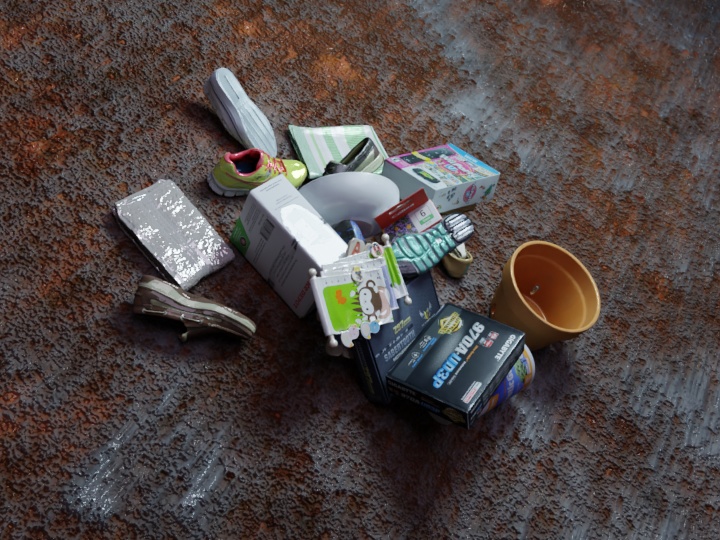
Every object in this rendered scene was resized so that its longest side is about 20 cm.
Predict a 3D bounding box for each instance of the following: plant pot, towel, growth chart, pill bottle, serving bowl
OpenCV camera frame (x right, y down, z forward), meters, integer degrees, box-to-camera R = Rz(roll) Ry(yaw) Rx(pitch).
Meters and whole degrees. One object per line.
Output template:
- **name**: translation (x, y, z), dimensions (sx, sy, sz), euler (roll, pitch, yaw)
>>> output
- **plant pot**: translation (0.343, 0.065, 1.550), dimensions (0.198, 0.140, 0.202), euler (14, 52, -18)
- **towel**: translation (-0.039, -0.246, 1.637), dimensions (0.198, 0.024, 0.153), euler (-5, 51, -29)
- **growth chart**: translation (0.001, 0.035, 1.285), dimensions (0.199, 0.018, 0.146), euler (-23, 89, -40)
- **pill bottle**: translation (0.206, 0.194, 1.407), dimensions (0.199, 0.112, 0.113), euler (-22, 69, -36)
- **serving bowl**: translation (-0.023, -0.101, 1.447), dimensions (0.198, 0.200, 0.067), euler (4, 64, -24)
- **towel**: translation (-0.321, -0.064, 1.372), dimensions (0.200, 0.035, 0.132), euler (46, 50, 9)

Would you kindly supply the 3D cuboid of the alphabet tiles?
- **alphabet tiles**: translation (0.002, 0.052, 1.352), dimensions (0.199, 0.014, 0.198), euler (18, 82, -50)

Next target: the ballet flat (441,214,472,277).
- **ballet flat**: translation (0.165, -0.080, 1.612), dimensions (0.068, 0.063, 0.201), euler (-20, 68, -36)

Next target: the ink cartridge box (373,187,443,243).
- **ink cartridge box**: translation (0.101, -0.074, 1.472), dimensions (0.108, 0.200, 0.051), euler (-32, 70, 5)

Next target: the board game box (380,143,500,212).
- **board game box**: translation (0.160, -0.185, 1.607), dimensions (0.199, 0.065, 0.147), euler (-18, 43, -41)

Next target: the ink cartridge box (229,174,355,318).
- **ink cartridge box**: translation (-0.120, -0.039, 1.384), dimensions (0.200, 0.146, 0.084), euler (47, 50, 9)

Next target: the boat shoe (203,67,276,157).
- **boat shoe**: translation (-0.235, -0.295, 1.559), dimensions (0.073, 0.066, 0.202), euler (-34, 98, -44)

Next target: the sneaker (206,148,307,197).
- **sneaker**: translation (-0.182, -0.188, 1.493), dimensions (0.198, 0.091, 0.079), euler (-10, 60, -33)

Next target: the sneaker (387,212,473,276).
- **sneaker**: translation (0.112, -0.029, 1.417), dimensions (0.198, 0.088, 0.075), euler (-25, 76, -25)

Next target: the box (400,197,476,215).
- **box**: translation (0.113, -0.159, 1.630), dimensions (0.198, 0.021, 0.164), euler (-11, 40, -32)

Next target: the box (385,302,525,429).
- **box**: translation (0.159, 0.153, 1.328), dimensions (0.158, 0.046, 0.200), euler (21, 49, 30)

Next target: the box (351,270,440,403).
- **box**: translation (0.068, 0.109, 1.382), dimensions (0.199, 0.051, 0.159), euler (-36, 117, -41)

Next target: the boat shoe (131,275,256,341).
- **boat shoe**: translation (-0.270, 0.081, 1.283), dimensions (0.200, 0.075, 0.076), euler (24, 73, -12)

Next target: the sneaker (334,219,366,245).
- **sneaker**: translation (0.000, 0.000, 1.426), dimensions (0.078, 0.075, 0.202), euler (-45, 126, -49)

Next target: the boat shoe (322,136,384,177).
- **boat shoe**: translation (-0.042, -0.185, 1.541), dimensions (0.200, 0.072, 0.066), euler (-39, 114, -19)
